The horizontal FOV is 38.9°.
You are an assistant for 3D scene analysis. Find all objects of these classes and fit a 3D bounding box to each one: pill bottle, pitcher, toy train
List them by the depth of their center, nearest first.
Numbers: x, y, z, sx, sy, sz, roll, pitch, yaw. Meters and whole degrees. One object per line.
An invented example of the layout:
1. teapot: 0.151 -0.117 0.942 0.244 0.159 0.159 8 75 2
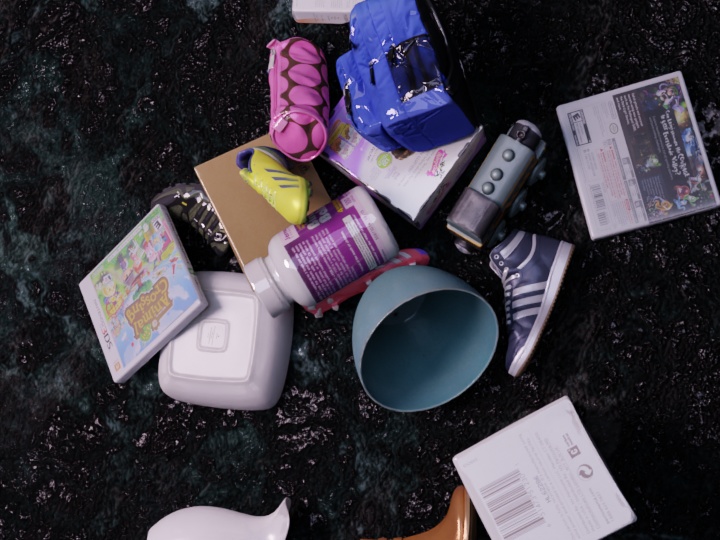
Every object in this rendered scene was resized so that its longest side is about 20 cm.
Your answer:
1. pill bottle: -0.056 -0.021 1.394 0.199 0.112 0.113 -31 76 -2
2. pitcher: -0.187 0.411 1.414 0.197 0.121 0.174 -7 94 -1
3. toy train: 0.191 -0.115 1.414 0.085 0.114 0.201 33 89 14

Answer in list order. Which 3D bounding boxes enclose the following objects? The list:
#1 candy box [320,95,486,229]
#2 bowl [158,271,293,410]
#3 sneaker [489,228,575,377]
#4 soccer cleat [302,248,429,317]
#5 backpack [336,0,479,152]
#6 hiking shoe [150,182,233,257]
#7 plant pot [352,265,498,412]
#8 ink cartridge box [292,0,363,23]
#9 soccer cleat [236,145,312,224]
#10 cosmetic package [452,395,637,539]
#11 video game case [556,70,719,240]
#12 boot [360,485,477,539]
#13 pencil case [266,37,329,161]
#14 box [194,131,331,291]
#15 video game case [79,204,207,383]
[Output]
1. candy box: 0.055 -0.187 1.477 0.199 0.072 0.168 38 90 16
2. bowl: -0.203 0.097 1.484 0.197 0.075 0.203 5 80 12
3. sneaker: 0.212 0.038 1.405 0.107 0.070 0.202 22 79 10
4. soccer cleat: 0.000 0.000 1.464 0.198 0.067 0.077 -23 63 7
5. backpack: 0.053 -0.276 1.374 0.166 0.162 0.202 -17 76 11
6. hiking shoe: -0.221 -0.072 1.513 0.197 0.076 0.102 1 77 11
7. plant pot: 0.070 0.072 1.387 0.199 0.200 0.135 -37 39 4
8. ink cartridge box: 0.000 -0.461 1.554 0.197 0.050 0.164 4 81 4
9. soccer cleat: -0.120 -0.114 1.382 0.083 0.200 0.065 4 115 -23
10. cosmetic package: 0.234 0.273 1.295 0.165 0.200 0.169 -30 76 6
11. video game case: 0.387 -0.160 1.428 0.180 0.023 0.202 -15 77 10
12. boot: 0.076 0.379 1.385 0.153 0.077 0.203 8 90 17
13. pencil case: -0.094 -0.251 1.468 0.090 0.093 0.201 -34 39 24
14. box: -0.127 -0.093 1.474 0.162 0.021 0.202 -26 84 -14
15. video game case: -0.323 0.034 1.494 0.200 0.022 0.183 -40 61 23
